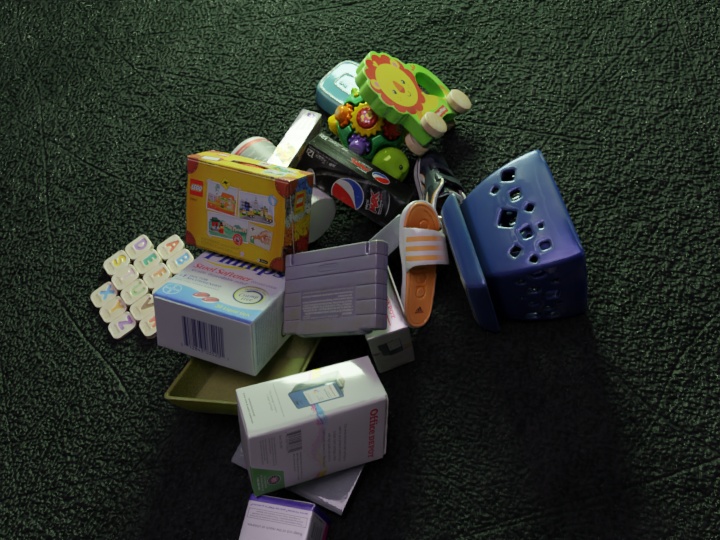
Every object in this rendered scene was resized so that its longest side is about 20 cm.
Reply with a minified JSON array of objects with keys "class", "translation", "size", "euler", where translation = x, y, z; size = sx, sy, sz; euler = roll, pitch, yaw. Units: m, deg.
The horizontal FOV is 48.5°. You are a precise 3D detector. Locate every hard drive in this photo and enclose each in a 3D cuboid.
[{"class":"hard drive","translation":[0.000,0.000,1.311],"size":[0.200,0.135,0.042],"euler":[-42,82,-10]},{"class":"hard drive","translation":[-0.082,0.273,1.230],"size":[0.198,0.033,0.140],"euler":[19,67,21]}]

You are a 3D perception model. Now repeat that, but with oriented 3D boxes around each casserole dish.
[{"class":"casserole dish","translation":[-0.005,-0.342,1.554],"size":[0.121,0.039,0.200],"euler":[-44,61,-13]}]

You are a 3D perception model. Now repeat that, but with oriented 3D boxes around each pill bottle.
[{"class":"pill bottle","translation":[-0.142,-0.142,1.428],"size":[0.114,0.114,0.200],"euler":[-44,62,-13]}]

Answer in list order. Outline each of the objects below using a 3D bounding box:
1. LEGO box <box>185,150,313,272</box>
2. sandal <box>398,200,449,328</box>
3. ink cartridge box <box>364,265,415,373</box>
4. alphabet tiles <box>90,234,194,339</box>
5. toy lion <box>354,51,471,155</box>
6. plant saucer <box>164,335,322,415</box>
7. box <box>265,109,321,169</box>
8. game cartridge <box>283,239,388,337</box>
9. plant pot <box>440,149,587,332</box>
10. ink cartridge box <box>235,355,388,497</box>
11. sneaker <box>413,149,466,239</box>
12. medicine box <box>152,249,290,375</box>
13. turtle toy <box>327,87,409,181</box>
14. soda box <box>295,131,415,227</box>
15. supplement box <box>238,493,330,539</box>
[{"class":"LEGO box","translation":[-0.184,-0.100,1.298],"size":[0.198,0.151,0.077],"euler":[16,22,24]},{"class":"sandal","translation":[0.107,-0.006,1.267],"size":[0.078,0.209,0.059],"euler":[-8,14,-30]},{"class":"ink cartridge box","translation":[0.030,0.065,1.217],"size":[0.067,0.200,0.118],"euler":[-18,64,-1]},{"class":"alphabet tiles","translation":[-0.387,0.027,1.445],"size":[0.195,0.015,0.200],"euler":[-36,60,-9]},{"class":"toy lion","translation":[0.084,-0.311,1.409],"size":[0.192,0.069,0.200],"euler":[46,41,-2]},{"class":"plant saucer","translation":[-0.176,0.166,1.259],"size":[0.197,0.048,0.200],"euler":[2,28,15]},{"class":"box","translation":[-0.118,-0.210,1.390],"size":[0.038,0.042,0.201],"euler":[17,44,7]},{"class":"game cartridge","translation":[-0.039,0.031,1.178],"size":[0.199,0.038,0.131],"euler":[-7,82,44]},{"class":"plant pot","translation":[0.234,-0.031,1.241],"size":[0.178,0.200,0.202],"euler":[-19,59,8]},{"class":"ink cartridge box","translation":[-0.067,0.218,1.121],"size":[0.198,0.146,0.088],"euler":[-12,44,-14]},{"class":"sneaker","translation":[0.141,-0.136,1.367],"size":[0.078,0.079,0.202],"euler":[20,53,-27]},{"class":"medicine box","translation":[-0.202,0.054,1.290],"size":[0.180,0.104,0.200],"euler":[14,33,18]},{"class":"turtle toy","translation":[0.028,-0.244,1.442],"size":[0.145,0.101,0.202],"euler":[-27,83,6]},{"class":"soda box","translation":[-0.008,-0.154,1.379],"size":[0.199,0.064,0.071],"euler":[32,31,2]},{"class":"supplement box","translation":[-0.119,0.429,1.111],"size":[0.102,0.101,0.202],"euler":[4,62,15]}]
